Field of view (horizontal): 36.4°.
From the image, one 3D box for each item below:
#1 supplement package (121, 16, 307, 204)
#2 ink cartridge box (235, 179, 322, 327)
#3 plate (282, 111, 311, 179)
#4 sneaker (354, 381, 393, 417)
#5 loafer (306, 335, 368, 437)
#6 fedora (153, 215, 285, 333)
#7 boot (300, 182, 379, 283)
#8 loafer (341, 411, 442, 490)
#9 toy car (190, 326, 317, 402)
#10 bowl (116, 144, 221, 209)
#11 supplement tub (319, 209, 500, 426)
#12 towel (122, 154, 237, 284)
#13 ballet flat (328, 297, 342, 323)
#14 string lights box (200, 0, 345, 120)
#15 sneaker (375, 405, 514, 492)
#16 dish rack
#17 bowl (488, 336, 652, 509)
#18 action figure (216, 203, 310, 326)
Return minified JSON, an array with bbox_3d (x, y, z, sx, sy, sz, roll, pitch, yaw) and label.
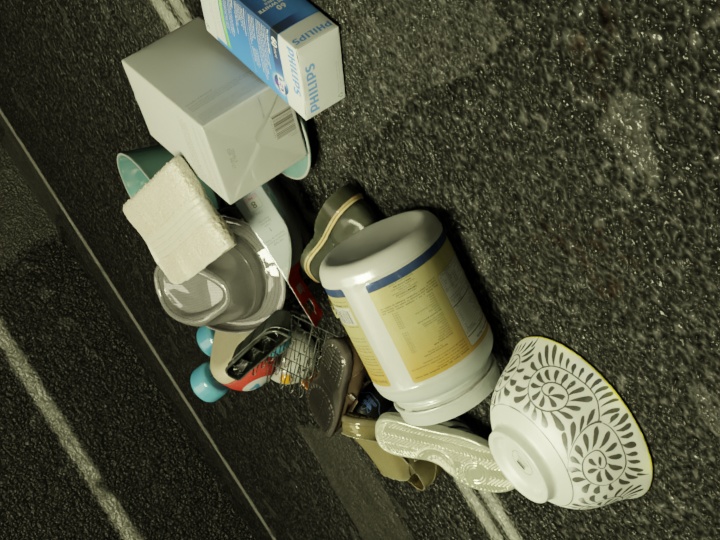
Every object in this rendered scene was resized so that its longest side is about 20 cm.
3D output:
[{"bbox_3d":[-0.176,-0.196,1.319,0.200,0.119,0.122,40,156,39],"label":"supplement package"},{"bbox_3d":[-0.092,-0.030,1.466,0.201,0.057,0.163,53,-175,-3],"label":"ink cartridge box"},{"bbox_3d":[-0.114,-0.207,1.371,0.200,0.025,0.201,47,157,27],"label":"plate"},{"bbox_3d":[0.014,0.216,1.624,0.070,0.078,0.200,49,158,20],"label":"sneaker"},{"bbox_3d":[-0.020,0.157,1.484,0.073,0.071,0.201,58,150,26],"label":"loafer"},{"bbox_3d":[-0.211,0.017,1.527,0.198,0.090,0.178,9,114,29],"label":"fedora"},{"bbox_3d":[0.000,0.000,1.354,0.138,0.077,0.200,46,159,14],"label":"boot"},{"bbox_3d":[0.047,0.249,1.494,0.199,0.068,0.076,30,164,-36],"label":"loafer"},{"bbox_3d":[-0.135,0.138,1.753,0.199,0.184,0.178,34,-144,-29],"label":"toy car"},{"bbox_3d":[-0.300,-0.127,1.793,0.201,0.105,0.201,47,157,27],"label":"bowl"},{"bbox_3d":[0.057,0.052,1.190,0.144,0.144,0.201,9,128,63],"label":"supplement tub"},{"bbox_3d":[-0.235,-0.058,1.394,0.133,0.034,0.200,56,147,-3],"label":"towel"},{"bbox_3d":[0.014,0.094,1.489,0.200,0.046,0.068,49,157,22],"label":"ballet flat"},{"bbox_3d":[-0.102,-0.266,1.207,0.200,0.059,0.103,45,157,30],"label":"string lights box"},{"bbox_3d":[0.122,0.212,1.396,0.199,0.084,0.076,21,121,19],"label":"sneaker"},{"bbox_3d":[-0.074,0.133,1.562,0.199,0.055,0.153,26,141,-21],"label":"dish rack"},{"bbox_3d":[0.196,0.178,1.136,0.201,0.094,0.201,46,157,25],"label":"bowl"},{"bbox_3d":[-0.143,-0.010,1.603,0.101,0.119,0.201,-13,103,37],"label":"action figure"}]
